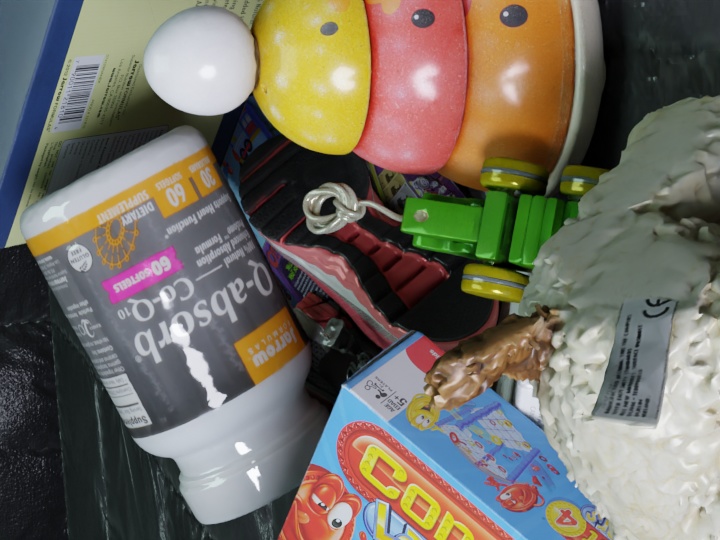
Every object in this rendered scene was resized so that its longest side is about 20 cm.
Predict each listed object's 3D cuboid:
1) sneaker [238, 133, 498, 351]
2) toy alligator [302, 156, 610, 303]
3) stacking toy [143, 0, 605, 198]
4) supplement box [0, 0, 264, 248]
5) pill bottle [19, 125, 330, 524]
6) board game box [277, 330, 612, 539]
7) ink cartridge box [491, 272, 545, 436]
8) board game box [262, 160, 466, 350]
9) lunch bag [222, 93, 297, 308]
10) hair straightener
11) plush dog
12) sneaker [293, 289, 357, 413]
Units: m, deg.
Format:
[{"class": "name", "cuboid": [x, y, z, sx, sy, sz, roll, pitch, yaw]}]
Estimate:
[{"class": "sneaker", "cuboid": [0.000, 0.000, 0.823, 0.200, 0.074, 0.087, 43, 162, 35]}, {"class": "toy alligator", "cuboid": [0.065, -0.016, 0.668, 0.199, 0.054, 0.060, 9, 86, 39]}, {"class": "stacking toy", "cuboid": [-0.001, -0.096, 0.688, 0.146, 0.198, 0.148, 173, 90, -71]}, {"class": "supplement box", "cuboid": [-0.174, -0.143, 0.931, 0.134, 0.199, 0.201, 39, 122, 24]}, {"class": "pill bottle", "cuboid": [-0.096, 0.031, 0.833, 0.201, 0.116, 0.116, 62, 163, -8]}, {"class": "board game box", "cuboid": [0.052, 0.163, 0.646, 0.200, 0.056, 0.197, 38, 132, 19]}, {"class": "ink cartridge box", "cuboid": [0.085, 0.087, 0.736, 0.177, 0.044, 0.201, -78, -5, -58]}, {"class": "board game box", "cuboid": [0.001, -0.018, 0.903, 0.120, 0.032, 0.200, 48, 150, 11]}, {"class": "lunch bag", "cuboid": [-0.051, -0.047, 1.050, 0.201, 0.093, 0.151, 64, 152, 23]}, {"class": "hair straightener", "cuboid": [0.002, 0.064, 0.778, 0.077, 0.041, 0.200, 43, -176, -14]}, {"class": "plush dog", "cuboid": [0.120, 0.061, 0.506, 0.173, 0.160, 0.200, 64, 174, -28]}, {"class": "sneaker", "cuboid": [-0.033, 0.106, 0.971, 0.078, 0.082, 0.201, 34, 149, 43]}]
